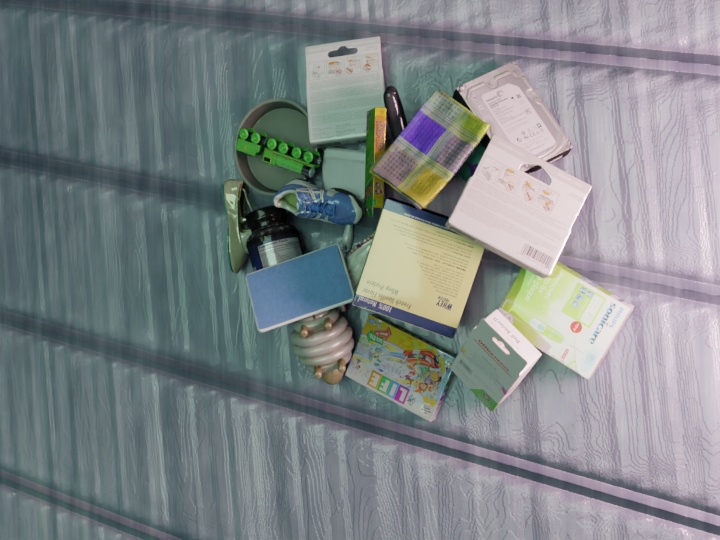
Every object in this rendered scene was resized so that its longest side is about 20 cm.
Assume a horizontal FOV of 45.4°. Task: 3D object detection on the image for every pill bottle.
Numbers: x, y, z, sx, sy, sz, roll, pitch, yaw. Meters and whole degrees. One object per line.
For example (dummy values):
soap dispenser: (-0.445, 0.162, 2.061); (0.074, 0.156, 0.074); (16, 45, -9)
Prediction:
pill bottle: (-0.168, -0.025, 1.751); (0.111, 0.112, 0.202); (-19, 82, 22)

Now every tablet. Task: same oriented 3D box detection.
tablet: (-0.118, 0.033, 1.661); (0.198, 0.014, 0.131); (-19, 63, 2)

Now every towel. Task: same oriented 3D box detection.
towel: (0.122, -0.216, 1.534); (0.200, 0.023, 0.144); (-48, 60, 2)

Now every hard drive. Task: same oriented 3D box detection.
hard drive: (0.275, -0.270, 1.558); (0.139, 0.038, 0.201); (-26, 75, -18)

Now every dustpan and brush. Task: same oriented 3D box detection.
dustpan and brush: (-0.021, -0.136, 1.726); (0.138, 0.057, 0.202); (10, 87, 25)

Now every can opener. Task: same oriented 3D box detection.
can opener: (0.076, -0.249, 1.635); (0.078, 0.064, 0.202); (-11, 120, 5)

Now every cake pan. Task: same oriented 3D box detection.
cake pan: (-0.171, -0.255, 1.791); (0.198, 0.037, 0.203); (0, 91, 23)

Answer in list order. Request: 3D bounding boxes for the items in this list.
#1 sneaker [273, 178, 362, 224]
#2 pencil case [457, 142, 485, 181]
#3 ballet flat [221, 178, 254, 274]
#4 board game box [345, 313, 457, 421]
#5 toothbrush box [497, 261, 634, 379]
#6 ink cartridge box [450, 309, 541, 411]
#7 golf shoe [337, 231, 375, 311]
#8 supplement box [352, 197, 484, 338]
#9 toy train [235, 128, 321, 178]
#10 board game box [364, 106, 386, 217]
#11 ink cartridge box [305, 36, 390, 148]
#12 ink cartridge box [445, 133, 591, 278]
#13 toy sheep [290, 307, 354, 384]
sneaker: (-0.084, -0.124, 1.685); (0.198, 0.077, 0.077); (14, 119, 32)
pencil case: (0.190, -0.236, 1.611); (0.200, 0.085, 0.093); (43, 118, 17)
ballet flat: (-0.253, -0.096, 1.816); (0.069, 0.069, 0.202); (-8, 87, 23)
board game box: (0.082, 0.188, 1.685); (0.199, 0.034, 0.136); (25, 100, 21)
toothbrush box: (0.362, 0.076, 1.537); (0.199, 0.086, 0.147); (33, 103, 18)
ink cartridge box: (0.245, 0.153, 1.535); (0.117, 0.067, 0.201); (46, 150, 16)
golf shoe: (0.000, 0.000, 1.709); (0.200, 0.075, 0.092); (-42, 90, 20)
supplement box: (0.110, -0.009, 1.590); (0.198, 0.134, 0.202); (18, 97, 3)
toy train: (-0.169, -0.239, 1.750); (0.198, 0.042, 0.057); (22, 108, 21)
board game box: (0.027, -0.202, 1.626); (0.030, 0.096, 0.202); (3, 95, -9)
ink cartridge box: (-0.027, -0.353, 1.713); (0.158, 0.047, 0.202); (-5, 81, 11)
ink cartridge box: (0.274, -0.111, 1.493); (0.199, 0.045, 0.177); (28, 84, 1)
toy sheep: (-0.077, 0.132, 1.696); (0.136, 0.138, 0.202); (-6, 107, 23)
